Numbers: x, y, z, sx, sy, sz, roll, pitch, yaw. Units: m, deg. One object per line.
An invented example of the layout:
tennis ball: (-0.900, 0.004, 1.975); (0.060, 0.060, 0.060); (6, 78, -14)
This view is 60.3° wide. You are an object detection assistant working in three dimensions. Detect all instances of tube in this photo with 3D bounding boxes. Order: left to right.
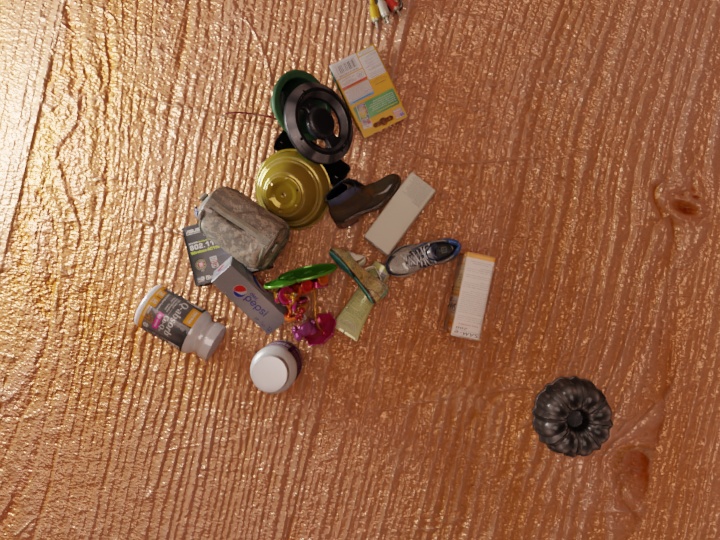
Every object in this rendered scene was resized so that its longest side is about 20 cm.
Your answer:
tube: (0.007, 0.072, 1.553); (0.052, 0.058, 0.201); (27, 93, -42)

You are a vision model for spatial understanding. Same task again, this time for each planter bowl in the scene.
planter bowl: (-0.175, -0.189, 1.504); (0.198, 0.084, 0.203); (3, 106, 10)

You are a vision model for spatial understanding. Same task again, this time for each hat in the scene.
hat: (-0.200, -0.409, 1.567); (0.199, 0.175, 0.167); (33, 72, -35)

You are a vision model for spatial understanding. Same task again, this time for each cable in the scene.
cable: (0.038, -0.707, 1.550); (0.096, 0.050, 0.201); (-27, 90, -3)

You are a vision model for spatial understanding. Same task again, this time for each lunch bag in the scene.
lunch bag: (-0.271, -0.100, 1.426); (0.199, 0.168, 0.140); (34, 83, 0)

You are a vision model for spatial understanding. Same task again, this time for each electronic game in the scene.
electronic game: (-0.100, -0.358, 1.509); (0.198, 0.041, 0.203); (6, 80, -38)

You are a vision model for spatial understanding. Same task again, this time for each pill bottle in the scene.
pill bottle: (-0.439, 0.130, 1.518); (0.199, 0.116, 0.117); (29, 90, 1)
pill bottle: (-0.201, 0.230, 1.474); (0.111, 0.200, 0.114); (0, 90, 0)

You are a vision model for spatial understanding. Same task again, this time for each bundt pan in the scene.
bundt pan: (0.532, 0.367, 1.532); (0.199, 0.076, 0.205); (0, 89, 0)

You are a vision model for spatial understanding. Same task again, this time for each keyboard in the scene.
keyboard: (-0.132, -0.271, 1.566); (0.199, 0.040, 0.105); (32, 67, 1)

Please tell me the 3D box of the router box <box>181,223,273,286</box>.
router box: (-0.329, -0.056, 1.544); (0.198, 0.062, 0.152); (-15, 88, 0)

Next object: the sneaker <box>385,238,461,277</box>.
sneaker: (0.156, -0.040, 1.515); (0.198, 0.085, 0.078); (-19, 89, -11)

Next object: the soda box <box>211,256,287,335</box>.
soda box: (-0.266, 0.061, 1.504); (0.068, 0.064, 0.200); (-39, 113, 11)

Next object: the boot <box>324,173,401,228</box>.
boot: (0.005, -0.191, 1.517); (0.199, 0.097, 0.075); (-37, 47, 1)

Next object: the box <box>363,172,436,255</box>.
box: (0.097, -0.138, 1.539); (0.082, 0.068, 0.201); (38, 90, 1)

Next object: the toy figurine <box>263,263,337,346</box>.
toy figurine: (-0.129, 0.097, 1.499); (0.149, 0.199, 0.186); (0, 105, 44)

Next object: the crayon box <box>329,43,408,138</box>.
crayon box: (0.020, -0.442, 1.549); (0.125, 0.052, 0.202); (-25, 89, 0)

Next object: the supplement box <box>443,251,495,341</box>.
supplement box: (0.263, 0.061, 1.509); (0.073, 0.126, 0.202); (12, 89, 0)

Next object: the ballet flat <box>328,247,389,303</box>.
ballet flat: (0.000, 0.000, 1.515); (0.071, 0.071, 0.200); (-43, 57, 0)
